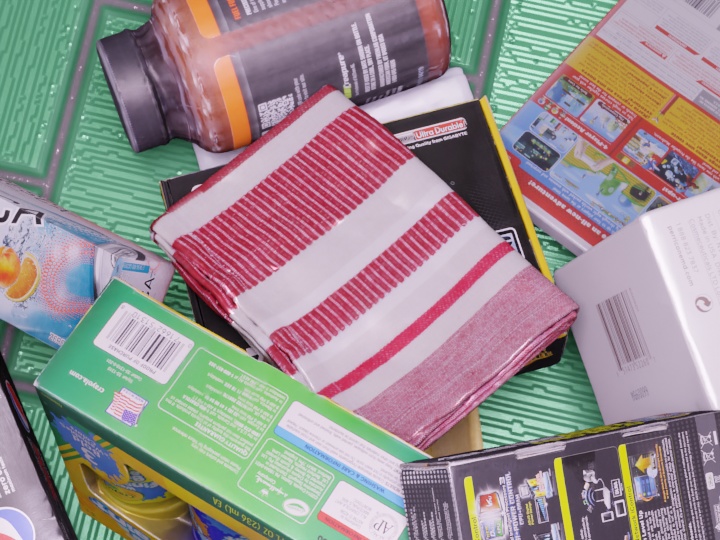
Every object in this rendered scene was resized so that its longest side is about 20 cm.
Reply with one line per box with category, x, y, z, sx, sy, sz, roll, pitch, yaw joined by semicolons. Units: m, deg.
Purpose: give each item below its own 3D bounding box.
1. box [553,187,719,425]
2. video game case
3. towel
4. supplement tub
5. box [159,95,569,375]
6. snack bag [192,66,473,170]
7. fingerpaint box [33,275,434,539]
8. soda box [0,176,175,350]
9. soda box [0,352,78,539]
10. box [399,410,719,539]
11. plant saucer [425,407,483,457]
box;0.230;0.007;0.915;0.199;0.152;0.107;-17;82;-13
video game case;0.183;-0.090;1.035;0.143;0.017;0.200;38;73;17
towel;-0.001;0.000;0.920;0.144;0.023;0.200;-39;68;-17
supplement tub;-0.053;-0.136;1.014;0.199;0.107;0.107;-19;78;-9
box;0.000;0.000;0.967;0.199;0.049;0.160;-14;66;-5
snack bag;0.007;-0.018;1.038;0.187;0.021;0.201;-14;78;-3
fingerpaint box;-0.053;0.113;0.847;0.199;0.167;0.073;29;65;14
soda box;-0.208;-0.016;0.976;0.199;0.068;0.064;25;97;23
soda box;-0.212;0.124;0.979;0.063;0.071;0.201;-23;79;-7
box;0.108;0.172;0.763;0.159;0.044;0.201;-8;86;-30
plant saucer;-0.027;0.133;0.956;0.199;0.049;0.201;-6;64;0
